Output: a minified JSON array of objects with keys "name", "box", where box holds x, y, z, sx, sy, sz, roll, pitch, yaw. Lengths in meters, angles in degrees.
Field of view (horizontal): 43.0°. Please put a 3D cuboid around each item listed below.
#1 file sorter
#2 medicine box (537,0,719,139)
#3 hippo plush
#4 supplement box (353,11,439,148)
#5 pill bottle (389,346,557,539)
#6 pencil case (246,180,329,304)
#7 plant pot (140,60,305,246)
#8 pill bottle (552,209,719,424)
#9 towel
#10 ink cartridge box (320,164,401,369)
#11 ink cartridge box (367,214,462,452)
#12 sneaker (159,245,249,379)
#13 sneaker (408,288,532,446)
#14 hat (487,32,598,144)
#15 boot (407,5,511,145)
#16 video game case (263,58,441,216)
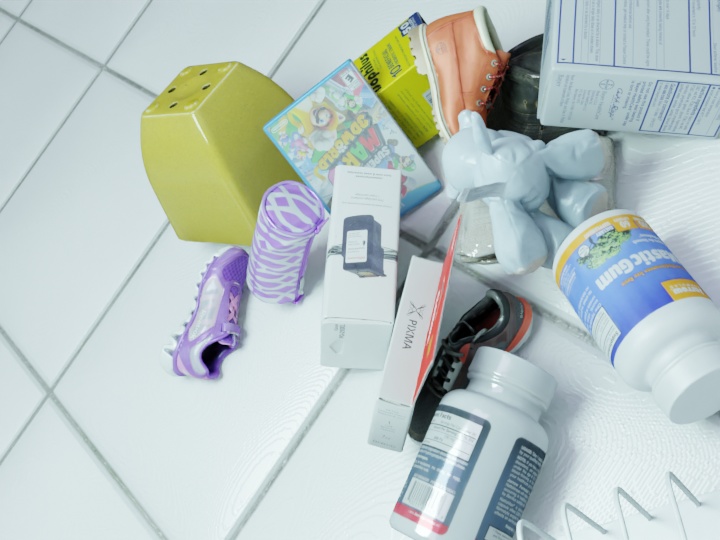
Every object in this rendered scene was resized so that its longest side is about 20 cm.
[{"name":"file sorter","box":[0.247,0.258,0.774,0.198,0.124,0.140,-25,51,24]},{"name":"medicine box","box":[0.303,-0.253,0.998,0.197,0.103,0.184,7,64,6]},{"name":"hippo plush","box":[0.152,-0.087,0.998,0.160,0.198,0.162,27,112,61]},{"name":"supplement box","box":[0.037,-0.225,1.225,0.199,0.109,0.109,-36,39,15]},{"name":"pill bottle","box":[0.120,0.187,0.916,0.119,0.119,0.202,15,74,42]},{"name":"pencil case","box":[-0.096,-0.028,1.160,0.085,0.201,0.084,40,62,12]},{"name":"plant pot","box":[-0.191,-0.178,1.283,0.192,0.201,0.196,5,48,39]},{"name":"pill bottle","box":[0.279,0.044,0.886,0.112,0.112,0.201,-38,47,12]},{"name":"towel","box":[0.203,-0.082,1.073,0.198,0.034,0.134,-12,58,32]},{"name":"ink cartridge box","box":[0.000,0.000,1.092,0.083,0.145,0.202,5,63,0]},{"name":"ink cartridge box","box":[0.058,0.063,0.979,0.044,0.177,0.202,14,49,3]},{"name":"sneaker","box":[-0.195,0.066,1.266,0.088,0.080,0.202,20,82,36]},{"name":"sneaker","box":[0.104,0.100,1.005,0.077,0.082,0.201,35,91,43]},{"name":"hat","box":[0.219,-0.233,1.105,0.199,0.081,0.203,-21,47,24]},{"name":"boot","box":[0.136,-0.209,1.082,0.106,0.075,0.202,-18,92,22]},{"name":"video game case","box":[-0.009,-0.146,1.174,0.142,0.201,0.018,-34,17,15]}]
